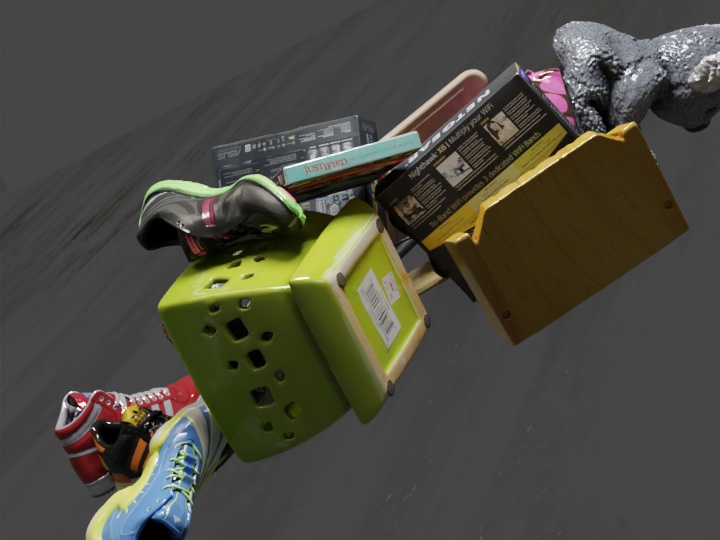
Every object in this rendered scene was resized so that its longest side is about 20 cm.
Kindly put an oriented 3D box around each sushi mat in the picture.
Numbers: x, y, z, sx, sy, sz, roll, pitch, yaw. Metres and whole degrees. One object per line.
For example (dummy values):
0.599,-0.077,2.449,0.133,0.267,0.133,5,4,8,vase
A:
0.067,0.012,1.822,0.200,0.012,0.096,-30,17,7,sushi mat

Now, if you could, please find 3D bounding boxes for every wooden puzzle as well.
0.078,-0.129,1.943,0.200,0.185,0.037,-36,51,-20,wooden puzzle

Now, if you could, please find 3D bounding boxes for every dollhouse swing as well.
0.179,-0.050,1.553,0.200,0.182,0.176,-34,27,-3,dollhouse swing

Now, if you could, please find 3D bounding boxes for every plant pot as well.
-0.052,0.052,1.619,0.181,0.200,0.199,-14,23,30,plant pot

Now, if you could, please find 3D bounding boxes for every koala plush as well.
0.324,-0.204,1.735,0.200,0.184,0.177,-18,19,8,koala plush

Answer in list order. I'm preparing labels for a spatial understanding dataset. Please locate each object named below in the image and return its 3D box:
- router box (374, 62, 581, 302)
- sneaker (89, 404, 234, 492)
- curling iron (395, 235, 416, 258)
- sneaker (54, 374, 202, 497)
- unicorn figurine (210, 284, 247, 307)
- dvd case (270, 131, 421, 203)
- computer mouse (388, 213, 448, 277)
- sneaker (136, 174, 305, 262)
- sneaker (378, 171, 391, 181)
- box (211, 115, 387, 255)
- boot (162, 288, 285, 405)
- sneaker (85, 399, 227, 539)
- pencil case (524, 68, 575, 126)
0.138,-0.090,1.666,0.200,0.157,0.052,-40,14,14,router box
-0.215,0.182,1.715,0.200,0.090,0.070,-18,22,42,sneaker
0.090,-0.080,1.945,0.200,0.050,0.026,-50,42,0,curling iron
-0.263,0.155,1.843,0.071,0.113,0.200,-11,26,51,sneaker
-0.127,0.056,1.931,0.200,0.074,0.137,-4,36,25,unicorn figurine
-0.032,-0.097,1.660,0.146,0.022,0.200,-17,-4,-15,dvd case
0.000,0.000,1.756,0.200,0.110,0.044,-25,38,12,computer mouse
-0.139,-0.044,1.596,0.200,0.077,0.084,-3,51,36,sneaker
0.067,-0.077,1.825,0.085,0.200,0.077,-26,55,26,sneaker
-0.071,-0.080,1.843,0.200,0.158,0.051,-11,-11,27,box
-0.137,0.049,1.760,0.073,0.154,0.204,-15,42,29,boot
-0.179,0.218,1.581,0.200,0.076,0.105,-53,32,-15,sneaker
0.211,-0.174,1.956,0.091,0.094,0.200,-44,6,35,pencil case
